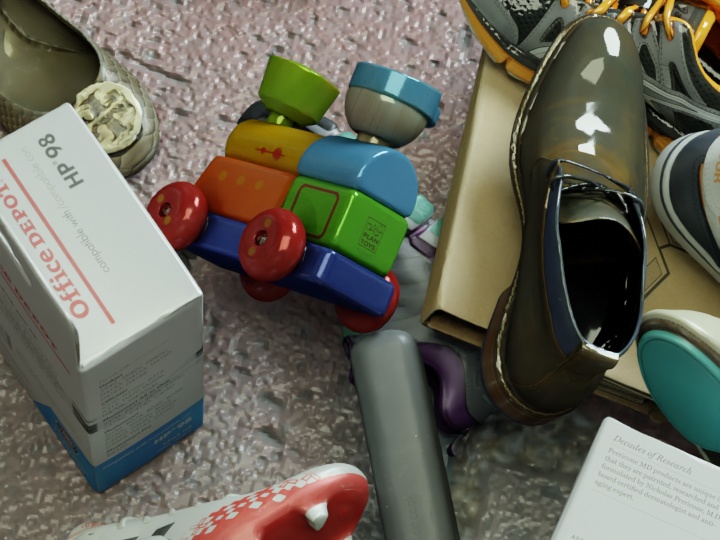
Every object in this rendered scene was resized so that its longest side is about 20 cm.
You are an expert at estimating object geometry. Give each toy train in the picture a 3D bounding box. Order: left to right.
[{"bbox_3d":[-0.051,-0.051,1.113,0.200,0.085,0.116,17,81,46],"label":"toy train"}]

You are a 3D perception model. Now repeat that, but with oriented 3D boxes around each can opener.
[{"bbox_3d":[0.013,0.131,1.079,0.067,0.053,0.201,-12,80,4],"label":"can opener"}]

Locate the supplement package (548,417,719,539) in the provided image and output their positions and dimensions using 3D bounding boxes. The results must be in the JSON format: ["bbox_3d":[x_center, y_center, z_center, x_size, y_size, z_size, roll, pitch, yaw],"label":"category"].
[{"bbox_3d":[0.169,0.175,1.029,0.199,0.156,0.111,24,68,8],"label":"supplement package"}]

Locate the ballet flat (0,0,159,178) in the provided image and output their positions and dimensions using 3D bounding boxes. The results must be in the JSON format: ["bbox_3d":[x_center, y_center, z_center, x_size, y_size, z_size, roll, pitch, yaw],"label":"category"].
[{"bbox_3d":[-0.181,-0.123,1.202,0.067,0.046,0.200,-40,74,-17],"label":"ballet flat"}]

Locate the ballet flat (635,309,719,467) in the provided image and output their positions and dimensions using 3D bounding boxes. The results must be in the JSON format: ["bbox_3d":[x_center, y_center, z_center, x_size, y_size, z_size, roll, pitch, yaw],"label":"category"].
[{"bbox_3d":[0.185,0.071,1.073,0.069,0.200,0.070,-19,38,16],"label":"ballet flat"}]

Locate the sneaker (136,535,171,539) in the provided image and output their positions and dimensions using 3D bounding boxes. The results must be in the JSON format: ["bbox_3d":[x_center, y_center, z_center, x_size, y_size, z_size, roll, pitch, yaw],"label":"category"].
[{"bbox_3d":[-0.050,0.188,1.021,0.082,0.201,0.077,-37,32,-31],"label":"sneaker"}]

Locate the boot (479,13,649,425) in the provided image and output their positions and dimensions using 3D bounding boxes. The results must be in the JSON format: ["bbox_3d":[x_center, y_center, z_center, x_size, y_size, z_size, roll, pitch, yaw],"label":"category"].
[{"bbox_3d":[0.110,-0.033,1.054,0.074,0.097,0.201,14,75,-13],"label":"boot"}]

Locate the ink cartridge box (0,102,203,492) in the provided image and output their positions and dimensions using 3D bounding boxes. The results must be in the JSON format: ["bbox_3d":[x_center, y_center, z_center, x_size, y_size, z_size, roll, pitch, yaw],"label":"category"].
[{"bbox_3d":[-0.127,0.008,1.063,0.067,0.200,0.116,-31,71,-16],"label":"ink cartridge box"}]

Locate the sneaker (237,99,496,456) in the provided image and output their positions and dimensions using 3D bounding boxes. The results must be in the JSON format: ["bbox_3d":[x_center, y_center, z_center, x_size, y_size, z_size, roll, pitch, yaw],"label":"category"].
[{"bbox_3d":[0.000,0.000,1.145,0.200,0.074,0.088,40,75,13],"label":"sneaker"}]

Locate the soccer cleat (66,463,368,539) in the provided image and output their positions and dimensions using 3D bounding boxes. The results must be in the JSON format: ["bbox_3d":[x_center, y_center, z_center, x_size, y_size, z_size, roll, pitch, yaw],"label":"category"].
[{"bbox_3d":[-0.089,0.136,1.065,0.200,0.069,0.085,-35,52,3],"label":"soccer cleat"}]

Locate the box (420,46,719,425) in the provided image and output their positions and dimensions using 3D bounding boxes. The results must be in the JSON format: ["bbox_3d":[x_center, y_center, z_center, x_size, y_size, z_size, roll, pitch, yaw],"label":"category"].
[{"bbox_3d":[0.122,-0.029,1.150,0.163,0.021,0.201,22,55,-11],"label":"box"}]

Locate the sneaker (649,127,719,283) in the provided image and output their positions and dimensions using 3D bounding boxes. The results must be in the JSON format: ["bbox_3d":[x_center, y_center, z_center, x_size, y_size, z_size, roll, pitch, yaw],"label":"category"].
[{"bbox_3d":[0.228,0.008,1.112,0.200,0.079,0.079,39,73,-16],"label":"sneaker"}]

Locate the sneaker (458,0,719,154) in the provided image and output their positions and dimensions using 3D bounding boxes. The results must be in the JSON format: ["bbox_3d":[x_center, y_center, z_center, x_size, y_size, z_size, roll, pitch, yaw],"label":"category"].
[{"bbox_3d":[0.138,-0.118,1.149,0.200,0.077,0.078,29,55,-3],"label":"sneaker"}]
